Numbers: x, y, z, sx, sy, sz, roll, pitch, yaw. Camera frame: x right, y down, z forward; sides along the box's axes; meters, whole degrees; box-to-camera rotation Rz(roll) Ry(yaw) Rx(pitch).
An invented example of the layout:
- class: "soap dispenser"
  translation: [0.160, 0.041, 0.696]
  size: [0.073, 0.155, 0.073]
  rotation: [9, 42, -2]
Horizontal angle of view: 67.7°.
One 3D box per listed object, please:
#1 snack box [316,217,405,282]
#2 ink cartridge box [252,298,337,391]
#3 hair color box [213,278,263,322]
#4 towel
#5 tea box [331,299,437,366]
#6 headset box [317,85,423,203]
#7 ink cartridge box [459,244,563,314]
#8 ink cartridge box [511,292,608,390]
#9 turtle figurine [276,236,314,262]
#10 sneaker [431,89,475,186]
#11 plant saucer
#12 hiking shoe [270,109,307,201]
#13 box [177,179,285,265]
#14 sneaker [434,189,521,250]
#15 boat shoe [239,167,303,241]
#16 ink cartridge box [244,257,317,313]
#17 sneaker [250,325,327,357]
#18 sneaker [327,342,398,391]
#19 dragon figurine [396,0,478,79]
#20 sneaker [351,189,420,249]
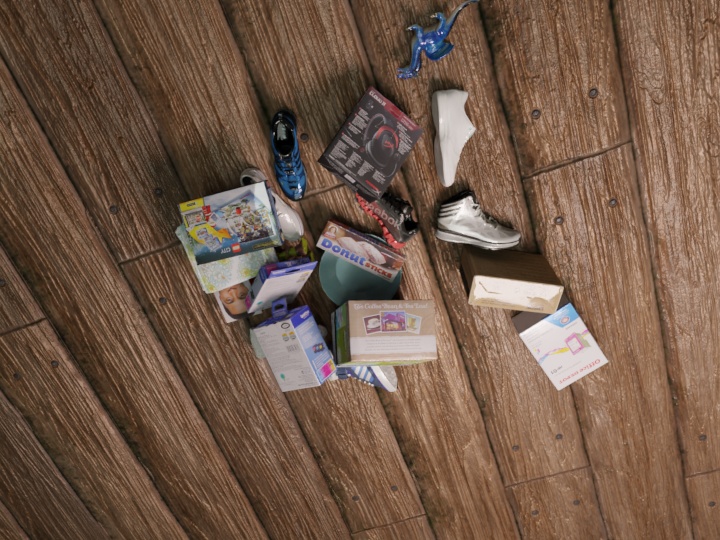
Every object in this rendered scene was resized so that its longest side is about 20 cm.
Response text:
- class: "snack box"
  translation: [0.002, -0.046, 1.232]
  size: [0.198, 0.024, 0.072]
  rotation: [26, 119, -7]
- class: "ink cartridge box"
  translation: [-0.158, 0.167, 1.236]
  size: [0.135, 0.076, 0.202]
  rotation: [-17, 102, 37]
- class: "hair color box"
  translation: [-0.310, 0.016, 1.296]
  size: [0.100, 0.061, 0.203]
  rotation: [-16, 112, 9]
- class: "towel"
  translation: [-0.299, -0.055, 1.206]
  size: [0.197, 0.048, 0.173]
  rotation: [-19, 104, 11]
- class: "tea box"
  translation: [0.047, 0.147, 1.225]
  size: [0.196, 0.197, 0.136]
  rotation: [0, 76, -13]
- class: "headset box"
  translation: [0.027, -0.268, 1.123]
  size: [0.148, 0.075, 0.202]
  rotation: [35, 80, -13]
- class: "ink cartridge box"
  translation: [0.334, 0.018, 1.217]
  size: [0.196, 0.165, 0.076]
  rotation: [7, 116, 0]
- class: "ink cartridge box"
  translation: [0.490, 0.172, 1.319]
  size: [0.144, 0.085, 0.201]
  rotation: [-35, 109, 15]
- class: "turtle figurine"
  translation: [-0.197, -0.028, 1.254]
  size: [0.159, 0.065, 0.202]
  rotation: [-14, 122, 13]
- class: "sneaker"
  translation: [0.205, -0.283, 1.152]
  size: [0.087, 0.075, 0.203]
  rotation: [-8, 112, -7]
- class: "plant saucer"
  translation: [0.000, 0.000, 1.290]
  size: [0.197, 0.039, 0.204]
  rotation: [1, 114, 2]
- class: "hiking shoe"
  translation: [-0.164, -0.243, 1.168]
  size: [0.073, 0.087, 0.203]
  rotation: [-7, 112, 5]
- class: "box"
  translation: [-0.274, -0.101, 1.146]
  size: [0.197, 0.038, 0.139]
  rotation: [-12, 104, 8]
- class: "sneaker"
  translation: [0.272, -0.117, 1.211]
  size: [0.197, 0.076, 0.117]
  rotation: [7, 115, 2]
- class: "boat shoe"
  translation: [-0.203, -0.144, 1.222]
  size: [0.071, 0.066, 0.201]
  rotation: [-28, 109, 13]
- class: "ink cartridge box"
  translation: [-0.183, 0.027, 1.215]
  size: [0.118, 0.042, 0.200]
  rotation: [-13, 159, -32]
- class: "sneaker"
  translation: [-0.184, 0.157, 1.338]
  size: [0.197, 0.075, 0.090]
  rotation: [-14, 108, 10]
- class: "sneaker"
  translation: [-0.011, 0.257, 1.383]
  size: [0.145, 0.081, 0.201]
  rotation: [-30, 112, 22]
- class: "dragon figurine"
  translation: [0.154, -0.461, 1.081]
  size: [0.198, 0.059, 0.100]
  rotation: [-23, 110, 12]
- class: "sneaker"
  translation: [0.062, -0.142, 1.199]
  size: [0.097, 0.071, 0.201]
  rotation: [-22, 115, 41]
